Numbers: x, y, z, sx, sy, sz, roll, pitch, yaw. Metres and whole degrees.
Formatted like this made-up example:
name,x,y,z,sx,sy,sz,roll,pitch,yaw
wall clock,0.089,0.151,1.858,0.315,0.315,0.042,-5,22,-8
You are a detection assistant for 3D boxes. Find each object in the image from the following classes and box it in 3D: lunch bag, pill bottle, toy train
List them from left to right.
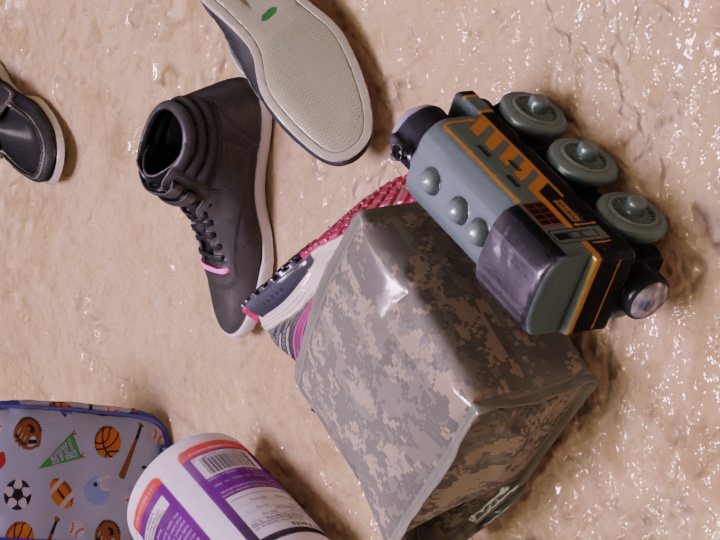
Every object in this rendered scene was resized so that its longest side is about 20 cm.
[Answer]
name,x,y,z,sx,sy,sz,roll,pitch,yaw
lunch bag,-0.238,0.187,1.766,0.075,0.199,0.162,-12,73,51
pill bottle,-0.079,0.218,1.626,0.200,0.111,0.112,43,128,41
lunch bag,0.041,0.076,1.432,0.165,0.117,0.200,59,142,26
toy train,0.100,-0.039,1.340,0.200,0.113,0.086,50,132,36

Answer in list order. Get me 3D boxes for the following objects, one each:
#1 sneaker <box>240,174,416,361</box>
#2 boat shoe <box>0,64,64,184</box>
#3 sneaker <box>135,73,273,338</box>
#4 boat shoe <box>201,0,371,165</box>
name,x,y,z,sx,sy,sz,roll,pitch,yaw
sneaker,0.000,0.000,1.526,0.075,0.081,0.200,49,139,-2
boat shoe,-0.323,-0.131,1.937,0.200,0.067,0.072,41,125,40
sneaker,-0.121,-0.044,1.650,0.070,0.099,0.202,17,110,49
boat shoe,-0.050,-0.152,1.570,0.200,0.072,0.068,54,176,23
